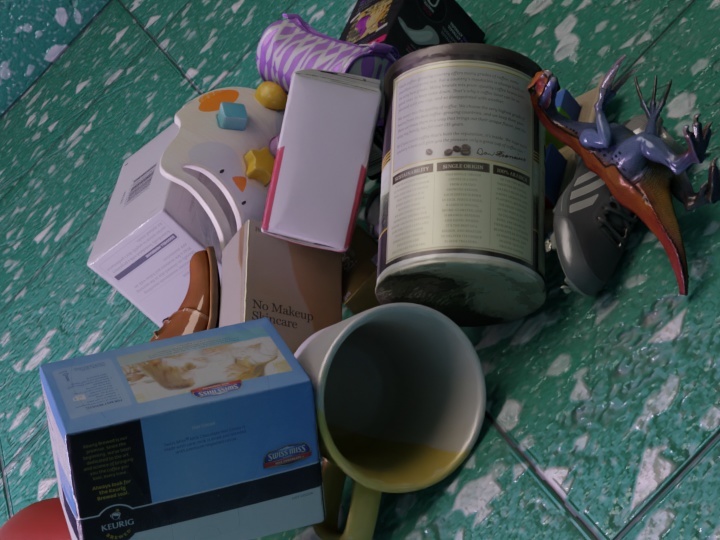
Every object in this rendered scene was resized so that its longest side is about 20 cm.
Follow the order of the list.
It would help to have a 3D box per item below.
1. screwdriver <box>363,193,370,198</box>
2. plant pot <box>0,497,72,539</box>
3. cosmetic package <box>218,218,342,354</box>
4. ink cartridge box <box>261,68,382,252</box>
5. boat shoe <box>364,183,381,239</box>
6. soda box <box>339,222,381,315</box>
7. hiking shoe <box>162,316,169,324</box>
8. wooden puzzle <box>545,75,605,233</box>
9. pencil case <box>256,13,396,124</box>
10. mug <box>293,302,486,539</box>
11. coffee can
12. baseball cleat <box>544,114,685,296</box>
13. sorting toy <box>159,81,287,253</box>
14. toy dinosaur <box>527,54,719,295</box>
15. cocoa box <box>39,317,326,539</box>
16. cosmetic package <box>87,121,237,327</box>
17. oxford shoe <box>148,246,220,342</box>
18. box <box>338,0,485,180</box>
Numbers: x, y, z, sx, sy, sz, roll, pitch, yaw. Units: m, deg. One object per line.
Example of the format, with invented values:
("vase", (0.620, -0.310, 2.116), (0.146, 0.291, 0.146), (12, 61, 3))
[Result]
("screwdriver", (0.003, -0.079, 1.804), (0.028, 0.029, 0.199), (-52, 28, -15))
("plant pot", (-0.200, 0.286, 1.386), (0.176, 0.201, 0.202), (-11, 41, 37))
("cosmetic package", (-0.074, 0.063, 1.517), (0.071, 0.104, 0.202), (135, 140, -52))
("ink cartridge box", (-0.032, -0.107, 1.516), (0.200, 0.085, 0.149), (-91, 12, -82))
("boat shoe", (0.038, -0.058, 1.585), (0.074, 0.065, 0.200), (-54, 1, 0))
("soda box", (0.000, 0.000, 1.626), (0.064, 0.068, 0.200), (-46, 24, 2))
("hiking shoe", (-0.170, 0.149, 1.596), (0.076, 0.100, 0.202), (-31, 48, 46))
("wooden puzzle", (0.140, -0.089, 1.548), (0.199, 0.046, 0.186), (-30, 29, 41))
("pencil case", (-0.034, -0.207, 1.697), (0.199, 0.083, 0.087), (26, 116, 53))
("mug", (-0.006, 0.116, 1.376), (0.187, 0.150, 0.153), (-47, 15, -17))
("coffee can", (0.088, -0.071, 1.414), (0.146, 0.146, 0.202), (-21, 58, 44))
("baseball cleat", (0.216, -0.067, 1.373), (0.106, 0.070, 0.201), (-28, 31, 35))
("sorting toy", (-0.123, -0.088, 1.680), (0.106, 0.201, 0.180), (-32, 7, 36))
("toy dinosaur", (0.199, -0.097, 1.318), (0.180, 0.105, 0.202), (7, 65, 41))
("cocoa box", (-0.143, 0.137, 1.316), (0.198, 0.133, 0.133), (-12, 24, -16))
("cosmetic package", (-0.164, -0.030, 1.781), (0.122, 0.200, 0.200), (-33, 28, 27))
("oxford shoe", (-0.166, 0.059, 1.561), (0.070, 0.072, 0.202), (2, 52, 1))
("box", (0.040, -0.221, 1.833), (0.106, 0.122, 0.201), (-20, 35, 43))
